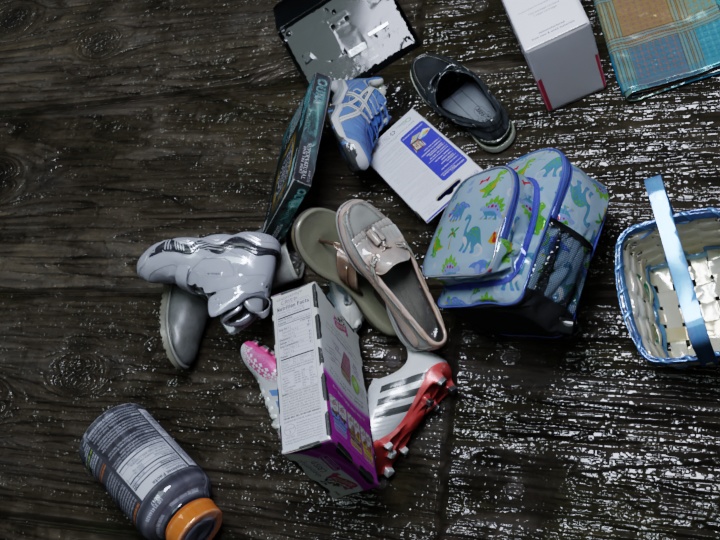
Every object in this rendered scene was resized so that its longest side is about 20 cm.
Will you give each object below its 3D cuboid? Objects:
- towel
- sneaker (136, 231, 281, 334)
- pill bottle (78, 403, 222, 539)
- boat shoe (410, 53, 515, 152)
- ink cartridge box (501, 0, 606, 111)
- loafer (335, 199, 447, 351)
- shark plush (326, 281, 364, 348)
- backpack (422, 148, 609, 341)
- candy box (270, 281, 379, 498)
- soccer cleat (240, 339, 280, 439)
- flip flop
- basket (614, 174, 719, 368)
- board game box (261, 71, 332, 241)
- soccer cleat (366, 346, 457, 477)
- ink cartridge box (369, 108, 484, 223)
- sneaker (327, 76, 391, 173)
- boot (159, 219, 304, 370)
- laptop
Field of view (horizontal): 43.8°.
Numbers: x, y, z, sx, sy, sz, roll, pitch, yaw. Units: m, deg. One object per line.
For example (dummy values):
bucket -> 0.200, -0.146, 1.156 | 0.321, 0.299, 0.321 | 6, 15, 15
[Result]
towel -> 0.381, -0.318, 1.136 | 0.146, 0.022, 0.201 | -16, 64, 17
sneaker -> -0.199, 0.019, 1.150 | 0.199, 0.075, 0.115 | -7, 63, 13
pill bottle -> -0.260, 0.266, 1.131 | 0.200, 0.106, 0.106 | 38, 87, 31
boat shoe -> 0.126, -0.237, 1.189 | 0.074, 0.066, 0.200 | -37, 59, 6
ink cartridge box -> 0.230, -0.329, 1.134 | 0.084, 0.145, 0.201 | -22, 62, 14
loafer -> 0.043, 0.003, 1.038 | 0.072, 0.063, 0.201 | -33, 100, -18
shark plush -> -0.016, 0.038, 1.161 | 0.083, 0.091, 0.201 | -14, 77, 45
backpack -> 0.178, -0.039, 1.014 | 0.183, 0.147, 0.201 | -8, 53, 62
candy box -> -0.041, 0.133, 1.002 | 0.061, 0.137, 0.201 | -18, 51, 14
soccer cleat -> -0.095, 0.164, 1.120 | 0.200, 0.070, 0.086 | 34, 85, 31
flip flop -> 0.000, 0.000, 1.087 | 0.081, 0.200, 0.058 | -47, 13, -25
basket -> 0.333, 0.017, 0.913 | 0.138, 0.200, 0.177 | -14, 63, 18
board game box -> -0.084, -0.148, 1.188 | 0.028, 0.135, 0.201 | 19, 52, -14
soccer cleat -> 0.028, 0.176, 1.068 | 0.200, 0.069, 0.085 | -49, 50, -5
ink cartridge box -> 0.081, -0.131, 1.150 | 0.095, 0.037, 0.200 | -41, 38, 3
sneaker -> 0.001, -0.206, 1.203 | 0.077, 0.076, 0.201 | -14, 42, 8
boot -> -0.171, 0.031, 1.218 | 0.199, 0.073, 0.183 | -11, 67, 12
laptop -> -0.026, -0.369, 1.344 | 0.177, 0.103, 0.201 | -30, 86, 11
